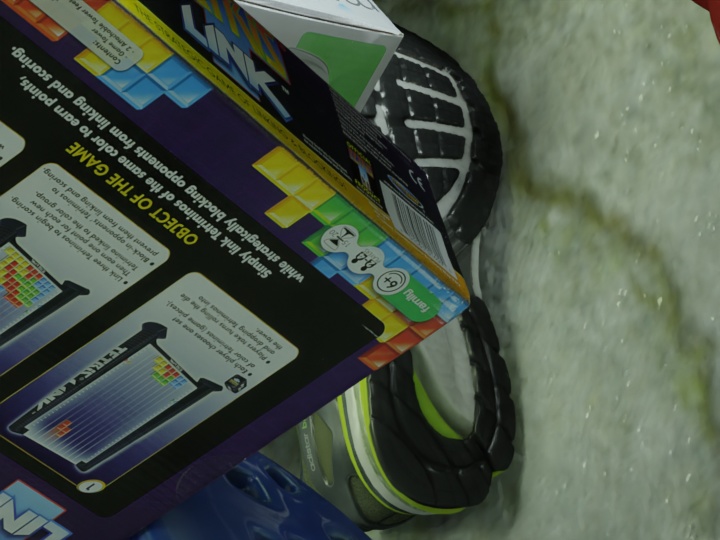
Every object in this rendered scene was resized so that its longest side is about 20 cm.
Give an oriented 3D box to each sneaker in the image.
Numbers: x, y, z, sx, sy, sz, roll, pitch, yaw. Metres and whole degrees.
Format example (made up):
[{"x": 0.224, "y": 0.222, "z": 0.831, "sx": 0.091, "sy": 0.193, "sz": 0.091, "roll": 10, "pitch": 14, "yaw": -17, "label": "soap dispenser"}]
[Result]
[{"x": 0.000, "y": 0.000, "z": 0.960, "sx": 0.081, "sy": 0.074, "sz": 0.200, "roll": -33, "pitch": 46, "yaw": 44, "label": "sneaker"}]

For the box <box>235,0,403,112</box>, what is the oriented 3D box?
[{"x": -0.105, "y": -0.055, "z": 0.968, "sx": 0.177, "sy": 0.097, "sz": 0.200, "roll": 50, "pitch": 119, "yaw": 40, "label": "box"}]

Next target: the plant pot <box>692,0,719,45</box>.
[{"x": 0.144, "y": -0.142, "z": 0.733, "sx": 0.200, "sy": 0.200, "sz": 0.183, "roll": -47, "pitch": 46, "yaw": 28, "label": "plant pot"}]

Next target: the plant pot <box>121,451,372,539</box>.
[{"x": -0.037, "y": 0.181, "z": 0.816, "sx": 0.200, "sy": 0.180, "sz": 0.200, "roll": -52, "pitch": 38, "yaw": 21, "label": "plant pot"}]

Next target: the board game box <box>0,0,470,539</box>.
[{"x": -0.095, "y": -0.010, "z": 0.689, "sx": 0.165, "sy": 0.200, "sz": 0.057, "roll": -33, "pitch": 46, "yaw": 17, "label": "board game box"}]
